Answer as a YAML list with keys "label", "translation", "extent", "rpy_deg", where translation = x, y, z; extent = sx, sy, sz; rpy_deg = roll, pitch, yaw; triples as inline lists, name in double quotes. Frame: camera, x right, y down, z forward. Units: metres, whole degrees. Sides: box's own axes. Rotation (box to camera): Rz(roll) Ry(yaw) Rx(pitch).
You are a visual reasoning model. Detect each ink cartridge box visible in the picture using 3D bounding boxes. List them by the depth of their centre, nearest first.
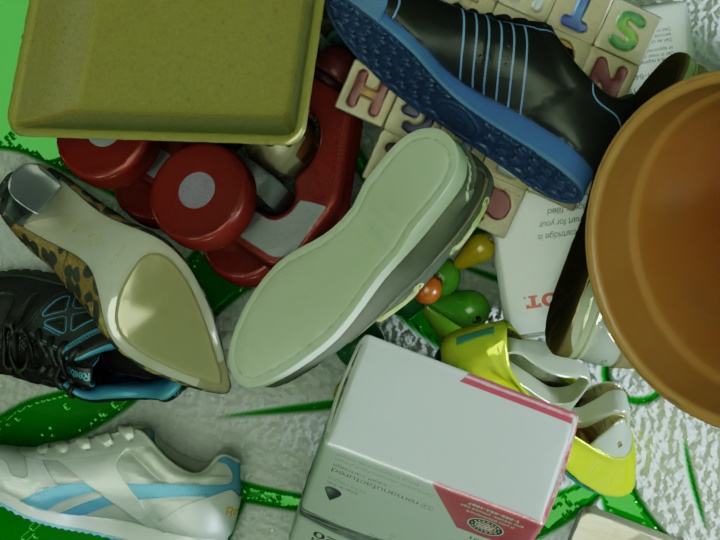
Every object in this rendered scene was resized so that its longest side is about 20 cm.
- label: "ink cartridge box"
  translation: [0.039, 0.142, 1.104]
  extent: [0.145, 0.200, 0.085]
  rpy_deg: [21, 61, 2]
- label: "ink cartridge box"
  translation: [0.153, -0.067, 1.127]
  extent: [0.144, 0.084, 0.201]
  rpy_deg: [-8, 97, 6]

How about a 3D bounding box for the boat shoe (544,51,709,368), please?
- label: "boat shoe"
  translation: [0.178, -0.034, 1.057]
  extent: [0.066, 0.074, 0.200]
  rpy_deg: [20, 100, -12]

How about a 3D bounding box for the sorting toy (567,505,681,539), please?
- label: "sorting toy"
  translation: [0.212, 0.294, 1.178]
  extent: [0.200, 0.070, 0.199]
  rpy_deg: [21, 98, 2]

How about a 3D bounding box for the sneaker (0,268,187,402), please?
- label: "sneaker"
  translation: [-0.202, 0.048, 1.167]
  extent: [0.199, 0.082, 0.073]
  rpy_deg: [3, 112, 6]

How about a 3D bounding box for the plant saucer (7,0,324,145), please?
- label: "plant saucer"
  translation: [-0.104, -0.168, 1.052]
  extent: [0.199, 0.048, 0.201]
  rpy_deg: [4, 77, 21]

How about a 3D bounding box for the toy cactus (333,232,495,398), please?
- label: "toy cactus"
  translation: [0.005, 0.014, 1.145]
  extent: [0.165, 0.102, 0.200]
  rpy_deg: [20, 124, 20]

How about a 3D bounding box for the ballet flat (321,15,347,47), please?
- label: "ballet flat"
  translation: [0.068, -0.193, 1.135]
  extent: [0.199, 0.068, 0.067]
  rpy_deg: [-8, 77, 1]

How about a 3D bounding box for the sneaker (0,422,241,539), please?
- label: "sneaker"
  translation: [-0.181, 0.142, 1.192]
  extent: [0.199, 0.077, 0.081]
  rpy_deg: [13, 90, -4]

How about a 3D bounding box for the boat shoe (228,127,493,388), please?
- label: "boat shoe"
  translation: [0.001, 0.002, 1.048]
  extent: [0.202, 0.060, 0.072]
  rpy_deg: [-47, 53, 13]

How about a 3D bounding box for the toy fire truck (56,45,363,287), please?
- label: "toy fire truck"
  translation: [-0.086, -0.095, 1.116]
  extent: [0.200, 0.112, 0.168]
  rpy_deg: [32, 86, 23]

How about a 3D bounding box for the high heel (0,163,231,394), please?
- label: "high heel"
  translation: [-0.162, 0.004, 1.144]
  extent: [0.071, 0.143, 0.200]
  rpy_deg: [-44, 99, -9]

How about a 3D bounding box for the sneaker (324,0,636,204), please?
- label: "sneaker"
  translation: [0.074, -0.126, 1.036]
  extent: [0.200, 0.070, 0.078]
  rpy_deg: [37, 72, -2]

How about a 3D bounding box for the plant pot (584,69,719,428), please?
- label: "plant pot"
  translation: [0.246, -0.021, 0.959]
  extent: [0.200, 0.140, 0.201]
  rpy_deg: [11, 108, 37]

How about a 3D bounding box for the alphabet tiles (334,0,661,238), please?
- label: "alphabet tiles"
  translation: [0.086, -0.130, 1.066]
  extent: [0.166, 0.006, 0.200]
  rpy_deg: [23, 97, -7]

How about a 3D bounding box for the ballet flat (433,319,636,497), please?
- label: "ballet flat"
  translation: [0.134, 0.089, 1.117]
  extent: [0.067, 0.067, 0.200]
  rpy_deg: [-34, 128, 31]
